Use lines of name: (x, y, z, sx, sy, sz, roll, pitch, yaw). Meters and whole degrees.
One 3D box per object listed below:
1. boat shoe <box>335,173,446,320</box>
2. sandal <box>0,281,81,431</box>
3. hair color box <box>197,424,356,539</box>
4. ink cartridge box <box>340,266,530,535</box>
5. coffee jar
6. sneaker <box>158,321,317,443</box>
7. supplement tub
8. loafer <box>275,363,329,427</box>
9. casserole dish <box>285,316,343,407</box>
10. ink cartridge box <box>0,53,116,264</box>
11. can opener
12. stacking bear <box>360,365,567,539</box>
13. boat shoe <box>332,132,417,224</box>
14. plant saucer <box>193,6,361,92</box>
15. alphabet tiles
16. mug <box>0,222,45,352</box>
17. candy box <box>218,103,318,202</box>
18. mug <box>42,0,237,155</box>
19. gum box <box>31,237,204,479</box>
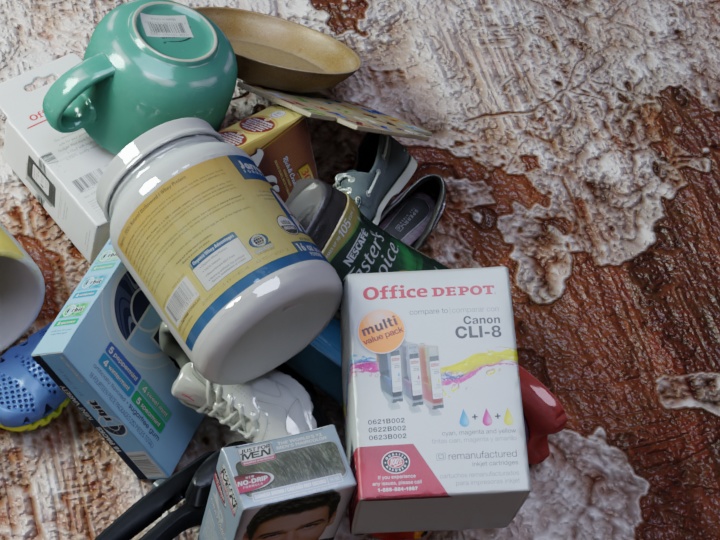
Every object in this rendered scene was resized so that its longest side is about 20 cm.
boat shoe: (0.027, -0.027, 1.704, 0.067, 0.057, 0.200, 32, 54, 8)
sandal: (-0.274, 0.066, 1.546, 0.079, 0.087, 0.200, 35, 56, 11)
hair color box: (-0.076, 0.212, 1.416, 0.099, 0.200, 0.061, -11, 58, -20)
ink cartridge box: (0.059, 0.113, 1.437, 0.145, 0.145, 0.200, -3, 69, -4)
coffee jar: (0.000, 0.000, 1.605, 0.200, 0.085, 0.104, 34, 78, -23)
sneaker: (-0.116, 0.112, 1.478, 0.099, 0.078, 0.200, -12, 49, -38)
supplement tub: (-0.125, -0.018, 1.433, 0.145, 0.145, 0.200, -25, 66, -28)
loafer: (-0.066, 0.140, 1.567, 0.072, 0.073, 0.200, 29, 32, -43)
casserole dish: (-0.035, 0.077, 1.576, 0.200, 0.039, 0.121, 37, 15, -12)
ink cartridge box: (-0.279, -0.116, 1.686, 0.116, 0.067, 0.200, -29, 66, -31)
can opener: (-0.177, 0.215, 1.457, 0.063, 0.079, 0.200, 30, 47, 31)
stacking bear: (0.076, 0.175, 1.545, 0.200, 0.121, 0.114, -36, 72, -24)
boat shoe: (-0.010, -0.077, 1.711, 0.062, 0.073, 0.200, 55, 45, -19)
plant saucer: (-0.099, -0.233, 1.793, 0.200, 0.035, 0.200, 15, 22, -6)
alphabet tiles: (-0.026, -0.168, 1.736, 0.166, 0.006, 0.200, 4, 15, -40)
mug: (-0.385, -0.025, 1.533, 0.149, 0.187, 0.153, -13, 50, -30)
candy box: (-0.134, -0.072, 1.655, 0.200, 0.117, 0.056, -32, 36, -30)
mug: (-0.205, -0.187, 1.646, 0.152, 0.114, 0.185, 29, 43, 1)
gum box: (-0.191, 0.060, 1.530, 0.045, 0.170, 0.200, -8, 40, 37)
